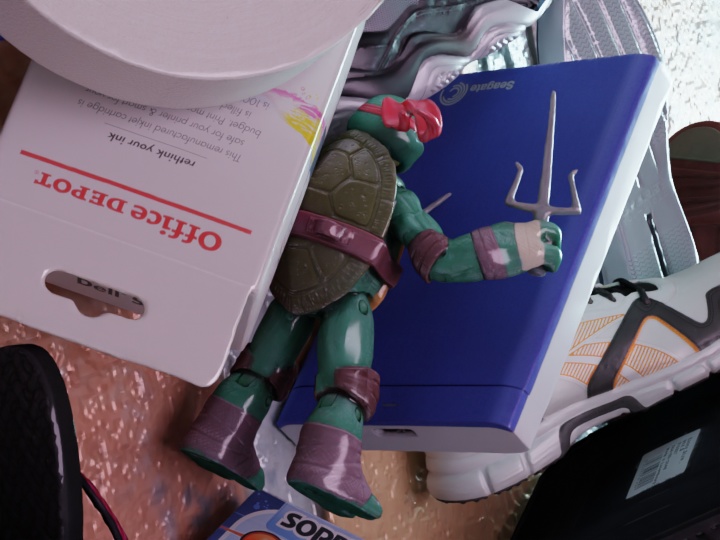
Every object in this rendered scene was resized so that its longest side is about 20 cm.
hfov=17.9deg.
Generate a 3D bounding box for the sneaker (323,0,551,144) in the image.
[{"bbox_3d":[0.014,-0.143,1.043,0.200,0.075,0.114,-39,117,-39],"label":"sneaker"}]

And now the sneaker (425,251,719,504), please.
[{"bbox_3d":[0.108,0.033,1.090,0.200,0.074,0.080,-28,99,-15],"label":"sneaker"}]

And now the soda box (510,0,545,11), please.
[{"bbox_3d":[0.025,-0.198,0.980,0.064,0.200,0.068,15,119,-45],"label":"soda box"}]

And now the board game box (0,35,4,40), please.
[{"bbox_3d":[-0.205,-0.168,0.835,0.134,0.045,0.200,-23,103,-46],"label":"board game box"}]

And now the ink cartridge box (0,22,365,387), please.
[{"bbox_3d":[-0.078,-0.047,0.904,0.117,0.067,0.200,20,66,0],"label":"ink cartridge box"}]

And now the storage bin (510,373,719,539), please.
[{"bbox_3d":[0.172,0.121,1.075,0.094,0.200,0.135,50,37,-14],"label":"storage bin"}]

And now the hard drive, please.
[{"bbox_3d":[0.052,-0.009,1.031,0.025,0.132,0.200,47,54,-37],"label":"hard drive"}]

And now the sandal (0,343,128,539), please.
[{"bbox_3d":[-0.117,0.121,0.884,0.045,0.075,0.200,-21,109,-43],"label":"sandal"}]

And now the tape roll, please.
[{"bbox_3d":[-0.074,-0.161,0.863,0.203,0.037,0.203,8,72,-26],"label":"tape roll"}]

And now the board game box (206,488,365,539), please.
[{"bbox_3d":[0.001,0.177,0.918,0.135,0.200,0.035,-45,147,-40],"label":"board game box"}]

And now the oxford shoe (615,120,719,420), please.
[{"bbox_3d":[0.188,0.023,1.222,0.075,0.070,0.200,35,63,-46],"label":"oxford shoe"}]

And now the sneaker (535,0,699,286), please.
[{"bbox_3d":[0.114,-0.057,1.147,0.073,0.071,0.200,-26,112,-35],"label":"sneaker"}]

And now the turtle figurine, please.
[{"bbox_3d":[0.000,0.000,0.971,0.101,0.150,0.200,32,75,-30],"label":"turtle figurine"}]
